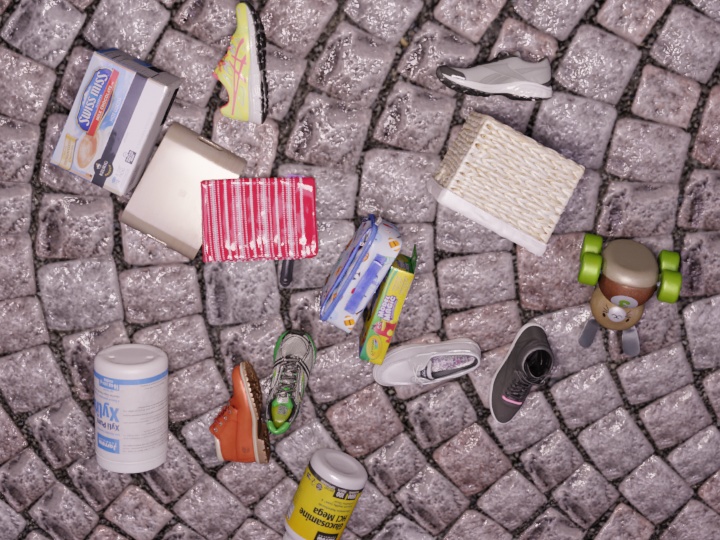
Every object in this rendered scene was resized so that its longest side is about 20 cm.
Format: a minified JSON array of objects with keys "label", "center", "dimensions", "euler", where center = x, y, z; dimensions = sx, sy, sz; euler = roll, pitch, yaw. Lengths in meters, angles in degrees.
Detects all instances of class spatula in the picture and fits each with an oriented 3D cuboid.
[{"label":"spatula","center":[-0.118,-0.067,1.756],"dimensions":[0.056,0.021,0.201],"euler":[7,107,-10]}]

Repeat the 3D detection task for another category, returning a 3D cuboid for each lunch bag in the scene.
[{"label":"lunch bag","center":[0.000,0.000,1.704],"dimensions":[0.075,0.160,0.201],"euler":[27,105,-8]}]

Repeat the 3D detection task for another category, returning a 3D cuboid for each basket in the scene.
[{"label":"basket","center":[0.233,-0.150,1.648],"dimensions":[0.199,0.198,0.161],"euler":[26,100,-7]}]

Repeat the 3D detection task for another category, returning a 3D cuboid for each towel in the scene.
[{"label":"towel","center":[-0.171,-0.086,1.712],"dimensions":[0.199,0.022,0.146],"euler":[-3,103,-12]}]

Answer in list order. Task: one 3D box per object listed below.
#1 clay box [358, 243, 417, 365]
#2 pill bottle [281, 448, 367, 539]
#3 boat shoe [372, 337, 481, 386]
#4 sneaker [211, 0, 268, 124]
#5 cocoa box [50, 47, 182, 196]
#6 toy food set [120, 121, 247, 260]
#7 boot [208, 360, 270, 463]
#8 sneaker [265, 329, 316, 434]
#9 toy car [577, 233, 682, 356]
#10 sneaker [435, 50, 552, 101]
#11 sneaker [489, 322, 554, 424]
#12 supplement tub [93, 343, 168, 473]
[{"label":"clay box","center":[0.048,0.051,1.742],"dimensions":[0.047,0.115,0.201],"euler":[17,104,-4]},{"label":"pill bottle","center":[-0.073,0.441,1.851],"dimensions":[0.112,0.113,0.201],"euler":[22,105,-6]},{"label":"boat shoe","center":[0.120,0.174,1.800],"dimensions":[0.199,0.069,0.072],"euler":[-7,106,1]},{"label":"sneaker","center":[-0.203,-0.341,1.652],"dimensions":[0.090,0.078,0.201],"euler":[1,104,6]},{"label":"cocoa box","center":[-0.400,-0.246,1.646],"dimensions":[0.131,0.133,0.201],"euler":[25,104,-6]},{"label":"toy food set","center":[-0.304,-0.136,1.724],"dimensions":[0.143,0.060,0.201],"euler":[29,95,-8]},{"label":"boot","center":[-0.228,0.262,1.824],"dimensions":[0.107,0.075,0.201],"euler":[-3,107,6]},{"label":"sneaker","center":[-0.125,0.202,1.799],"dimensions":[0.078,0.085,0.201],"euler":[9,105,-3]},{"label":"toy car","center":[0.448,0.059,1.739],"dimensions":[0.163,0.158,0.201],"euler":[13,118,9]},{"label":"sneaker","center":[0.222,-0.327,1.666],"dimensions":[0.199,0.074,0.080],"euler":[3,96,-8]},{"label":"sneaker","center":[0.286,0.199,1.793],"dimensions":[0.070,0.099,0.201],"euler":[18,106,-7]},{"label":"supplement tub","center":[-0.408,0.243,1.785],"dimensions":[0.131,0.132,0.201],"euler":[3,104,-1]}]
